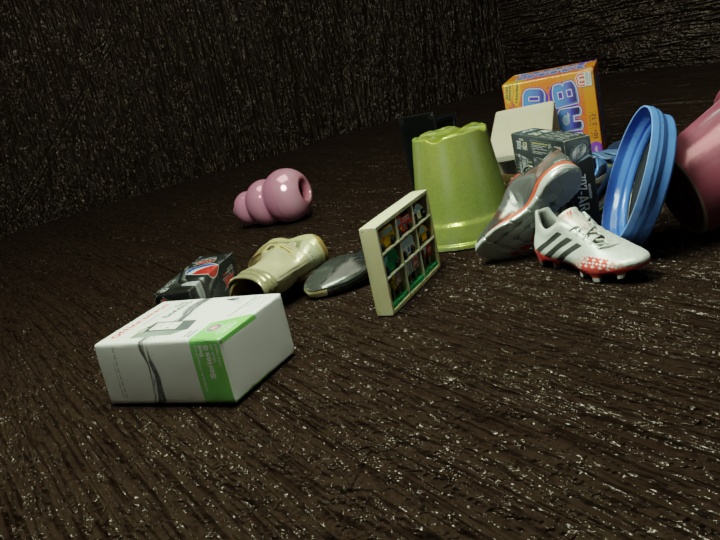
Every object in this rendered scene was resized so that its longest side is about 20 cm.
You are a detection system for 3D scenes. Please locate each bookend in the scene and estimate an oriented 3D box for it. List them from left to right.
[{"bbox_3d":[0.190,-0.242,1.637,0.091,0.201,0.199,-1,18,42],"label":"bookend"}]

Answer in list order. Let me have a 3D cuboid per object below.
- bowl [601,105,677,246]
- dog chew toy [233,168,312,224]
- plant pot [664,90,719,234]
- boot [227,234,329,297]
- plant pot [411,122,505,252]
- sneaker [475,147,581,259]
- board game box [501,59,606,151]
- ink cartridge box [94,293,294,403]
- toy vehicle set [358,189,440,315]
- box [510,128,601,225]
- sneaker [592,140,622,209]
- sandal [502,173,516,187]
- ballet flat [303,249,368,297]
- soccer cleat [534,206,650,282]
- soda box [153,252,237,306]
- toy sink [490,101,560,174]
[{"bbox_3d":[0.384,-0.124,1.093,0.039,0.203,0.201,13,19,4],"label":"bowl"},{"bbox_3d":[-0.213,-0.164,1.861,0.198,0.126,0.125,-15,13,25],"label":"dog chew toy"},{"bbox_3d":[0.519,-0.149,1.098,0.178,0.202,0.200,-28,16,1],"label":"plant pot"},{"bbox_3d":[-0.160,0.011,1.285,0.199,0.073,0.155,-10,22,49],"label":"boot"},{"bbox_3d":[0.168,-0.151,1.367,0.198,0.187,0.201,-12,16,3],"label":"plant pot"},{"bbox_3d":[0.243,-0.099,1.175,0.200,0.077,0.082,-46,38,28],"label":"sneaker"},{"bbox_3d":[0.450,-0.354,1.812,0.197,0.202,0.200,-6,17,21],"label":"board game box"},{"bbox_3d":[-0.207,0.098,0.994,0.198,0.085,0.145,-5,18,27],"label":"ink cartridge box"},{"bbox_3d":[0.062,-0.030,1.146,0.026,0.126,0.200,-4,18,27],"label":"toy vehicle set"},{"bbox_3d":[0.307,-0.138,1.254,0.043,0.162,0.200,-15,15,-9],"label":"box"},{"bbox_3d":[0.415,-0.176,1.366,0.074,0.083,0.200,-2,36,51],"label":"sneaker"},{"bbox_3d":[0.307,-0.133,1.453,0.198,0.055,0.080,16,35,32],"label":"sandal"},{"bbox_3d":[0.000,0.000,1.264,0.198,0.057,0.066,-25,46,-22],"label":"ballet flat"},{"bbox_3d":[0.301,-0.040,1.058,0.068,0.086,0.200,-19,16,-21],"label":"soccer cleat"},{"bbox_3d":[-0.262,0.033,1.290,0.062,0.072,0.200,-6,17,12],"label":"soda box"},{"bbox_3d":[0.348,-0.248,1.653,0.129,0.113,0.201,-8,36,21],"label":"toy sink"}]
